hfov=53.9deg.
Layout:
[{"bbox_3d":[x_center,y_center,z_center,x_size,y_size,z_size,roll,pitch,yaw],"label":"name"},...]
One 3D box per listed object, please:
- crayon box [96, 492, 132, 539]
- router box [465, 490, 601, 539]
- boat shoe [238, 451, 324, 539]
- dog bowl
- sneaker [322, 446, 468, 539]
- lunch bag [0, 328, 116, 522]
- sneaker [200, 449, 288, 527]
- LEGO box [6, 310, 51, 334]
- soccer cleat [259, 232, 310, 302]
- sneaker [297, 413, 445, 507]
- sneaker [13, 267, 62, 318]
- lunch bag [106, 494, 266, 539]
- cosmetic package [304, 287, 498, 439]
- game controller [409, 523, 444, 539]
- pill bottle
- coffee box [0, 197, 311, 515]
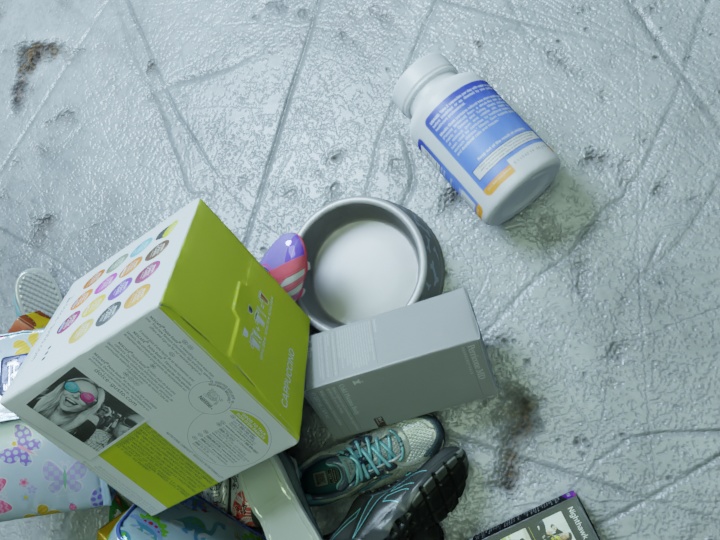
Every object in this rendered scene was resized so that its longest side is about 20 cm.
[{"bbox_3d":[-0.254,0.369,0.839,0.200,0.051,0.127,40,135,19],"label":"crayon box"},{"bbox_3d":[0.210,0.360,0.748,0.149,0.051,0.200,-27,74,7],"label":"router box"},{"bbox_3d":[-0.065,0.278,0.745,0.073,0.062,0.200,-34,67,16],"label":"boat shoe"},{"bbox_3d":[0.000,0.000,0.869,0.200,0.059,0.200,-3,78,15],"label":"dog bowl"},{"bbox_3d":[0.036,0.256,0.773,0.200,0.075,0.079,-37,36,-25],"label":"sneaker"},{"bbox_3d":[-0.367,0.166,0.791,0.169,0.127,0.200,-5,90,-11],"label":"lunch bag"},{"bbox_3d":[-0.140,0.205,0.864,0.108,0.067,0.202,-3,73,24],"label":"sneaker"},{"bbox_3d":[-0.374,0.168,0.892,0.200,0.077,0.149,34,90,-6],"label":"LEGO box"},{"bbox_3d":[-0.127,0.038,0.846,0.067,0.076,0.200,55,127,30],"label":"soccer cleat"},{"bbox_3d":[0.004,0.225,0.811,0.200,0.086,0.078,-28,75,9],"label":"sneaker"},{"bbox_3d":[-0.426,0.095,0.972,0.074,0.082,0.200,-9,93,-26],"label":"sneaker"},{"bbox_3d":[-0.168,0.318,0.750,0.200,0.161,0.083,32,100,0],"label":"lunch bag"},{"bbox_3d":[0.044,0.107,0.797,0.200,0.107,0.090,-17,41,12],"label":"cosmetic package"},{"bbox_3d":[0.027,0.348,0.753,0.104,0.042,0.200,-5,36,21],"label":"game controller"},{"bbox_3d":[0.129,-0.160,0.835,0.112,0.112,0.200,-39,73,5],"label":"pill bottle"},{"bbox_3d":[-0.188,0.087,0.728,0.198,0.200,0.200,-30,118,17],"label":"coffee box"}]
